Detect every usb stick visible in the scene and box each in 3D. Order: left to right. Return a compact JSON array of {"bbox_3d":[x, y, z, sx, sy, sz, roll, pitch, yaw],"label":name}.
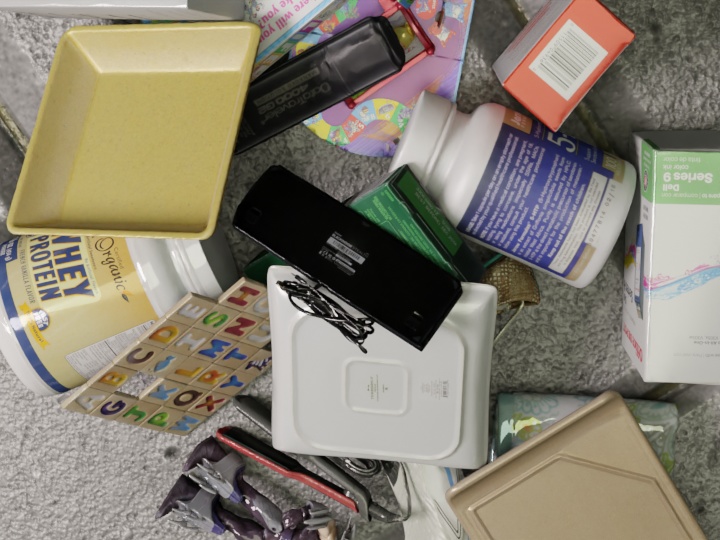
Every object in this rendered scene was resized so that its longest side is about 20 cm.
[{"bbox_3d":[-0.052,-0.161,1.447,0.199,0.033,0.056,-25,107,24],"label":"usb stick"}]

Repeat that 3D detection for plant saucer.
[{"bbox_3d":[-0.182,-0.110,1.390,0.198,0.048,0.202,2,66,23],"label":"plant saucer"}]

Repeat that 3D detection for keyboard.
[{"bbox_3d":[-0.021,0.001,1.370,0.199,0.040,0.104,33,61,12],"label":"keyboard"}]

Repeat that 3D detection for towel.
[{"bbox_3d":[0.202,0.214,1.531,0.169,0.048,0.202,3,101,-1],"label":"towel"}]

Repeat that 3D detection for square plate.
[{"bbox_3d":[0.016,0.092,1.425,0.196,0.029,0.202,5,124,7],"label":"square plate"}]

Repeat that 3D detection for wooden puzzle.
[{"bbox_3d":[0.200,0.230,1.495,0.184,0.037,0.201,-32,104,6],"label":"wooden puzzle"}]

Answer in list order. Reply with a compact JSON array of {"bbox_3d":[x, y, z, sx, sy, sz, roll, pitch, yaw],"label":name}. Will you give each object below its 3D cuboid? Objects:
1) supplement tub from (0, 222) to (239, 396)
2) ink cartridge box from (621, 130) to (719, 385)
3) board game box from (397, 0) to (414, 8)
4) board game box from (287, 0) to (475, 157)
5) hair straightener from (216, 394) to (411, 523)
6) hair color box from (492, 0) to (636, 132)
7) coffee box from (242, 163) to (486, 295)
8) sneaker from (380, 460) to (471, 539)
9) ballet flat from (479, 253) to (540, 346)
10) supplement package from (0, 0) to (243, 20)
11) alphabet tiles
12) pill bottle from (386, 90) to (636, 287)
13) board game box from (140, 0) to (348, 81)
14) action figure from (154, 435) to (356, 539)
[{"bbox_3d":[-0.218,0.012,1.456,0.198,0.144,0.146,-22,100,6],"label":"supplement tub"},{"bbox_3d":[0.280,-0.014,1.429,0.086,0.145,0.202,-1,101,2],"label":"ink cartridge box"},{"bbox_3d":[0.053,-0.351,1.407,0.151,0.037,0.200,45,99,12],"label":"board game box"},{"bbox_3d":[0.015,-0.199,1.456,0.156,0.039,0.202,11,101,0],"label":"board game box"},{"bbox_3d":[-0.035,0.166,1.507,0.199,0.041,0.078,30,104,16],"label":"hair straightener"},{"bbox_3d":[0.165,-0.182,1.373,0.061,0.200,0.102,39,101,-6],"label":"hair color box"},{"bbox_3d":[0.000,0.000,1.447,0.199,0.044,0.123,-31,102,40],"label":"coffee box"},{"bbox_3d":[0.064,0.186,1.528,0.071,0.072,0.202,-11,89,33],"label":"sneaker"},{"bbox_3d":[0.078,0.059,1.478,0.199,0.071,0.066,-37,78,2],"label":"ballet flat"},{"bbox_3d":[-0.207,-0.270,1.382,0.198,0.109,0.115,3,94,21],"label":"supplement package"},{"bbox_3d":[-0.141,0.078,1.455,0.200,0.167,0.008,-39,58,20],"label":"alphabet tiles"},{"bbox_3d":[0.128,-0.076,1.436,0.198,0.120,0.121,23,101,-4],"label":"pill bottle"},{"bbox_3d":[-0.096,-0.251,1.421,0.199,0.034,0.135,-36,83,19],"label":"board game box"},{"bbox_3d":[-0.085,0.245,1.532,0.199,0.069,0.131,32,117,3],"label":"action figure"}]
